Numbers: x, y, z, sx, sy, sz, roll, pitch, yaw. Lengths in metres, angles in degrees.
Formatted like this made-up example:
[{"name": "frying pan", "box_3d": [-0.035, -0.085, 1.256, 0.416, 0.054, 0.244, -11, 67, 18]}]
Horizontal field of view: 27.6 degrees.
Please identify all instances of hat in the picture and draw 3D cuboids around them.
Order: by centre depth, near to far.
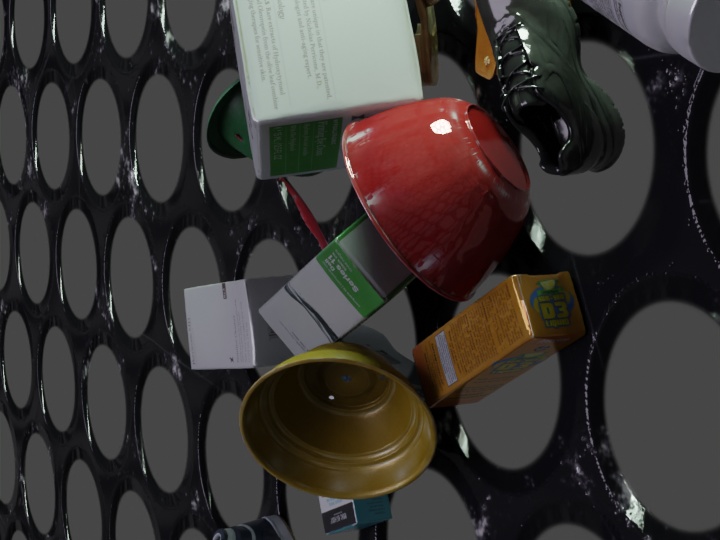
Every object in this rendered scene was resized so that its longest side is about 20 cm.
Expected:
[{"name": "hat", "box_3d": [-0.057, -0.121, 1.654, 0.165, 0.200, 0.177, -39, 68, 11]}]

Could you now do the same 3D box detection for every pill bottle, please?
[{"name": "pill bottle", "box_3d": [0.231, -0.237, 1.131, 0.200, 0.113, 0.114, 49, 133, 47]}]

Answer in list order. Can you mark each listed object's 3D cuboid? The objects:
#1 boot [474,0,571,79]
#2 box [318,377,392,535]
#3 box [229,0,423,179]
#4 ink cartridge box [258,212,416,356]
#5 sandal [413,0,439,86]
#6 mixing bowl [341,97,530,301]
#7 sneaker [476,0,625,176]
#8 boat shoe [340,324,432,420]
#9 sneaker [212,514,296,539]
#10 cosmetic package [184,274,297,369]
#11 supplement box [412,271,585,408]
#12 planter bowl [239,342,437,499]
[{"name": "boot", "box_3d": [0.120, -0.257, 1.368, 0.201, 0.070, 0.145, 38, 124, 48]}, {"name": "box", "box_3d": [-0.020, 0.193, 1.676, 0.082, 0.049, 0.202, -33, 64, 57]}, {"name": "box", "box_3d": [-0.040, -0.220, 1.494, 0.199, 0.170, 0.202, 103, 157, -77]}, {"name": "ink cartridge box", "box_3d": [0.000, 0.000, 1.513, 0.083, 0.146, 0.200, 49, 144, 0]}, {"name": "sandal", "box_3d": [0.082, -0.287, 1.454, 0.078, 0.069, 0.213, -67, -26, -61]}, {"name": "mixing bowl", "box_3d": [0.087, -0.083, 1.357, 0.108, 0.200, 0.201, -34, 59, 23]}, {"name": "sneaker", "box_3d": [0.151, -0.171, 1.255, 0.076, 0.090, 0.201, -38, 79, 44]}, {"name": "boat shoe", "box_3d": [0.008, 0.126, 1.597, 0.200, 0.070, 0.092, 35, 118, 52]}, {"name": "sneaker", "box_3d": [-0.114, 0.380, 1.800, 0.200, 0.108, 0.071, 47, 132, 48]}, {"name": "cosmetic package", "box_3d": [-0.148, 0.068, 1.861, 0.200, 0.081, 0.114, -12, 84, 59]}, {"name": "supplement box", "box_3d": [0.127, 0.067, 1.389, 0.200, 0.066, 0.069, -45, 55, 54]}, {"name": "planter bowl", "box_3d": [-0.019, 0.134, 1.483, 0.084, 0.199, 0.201, -81, 13, -49]}]
